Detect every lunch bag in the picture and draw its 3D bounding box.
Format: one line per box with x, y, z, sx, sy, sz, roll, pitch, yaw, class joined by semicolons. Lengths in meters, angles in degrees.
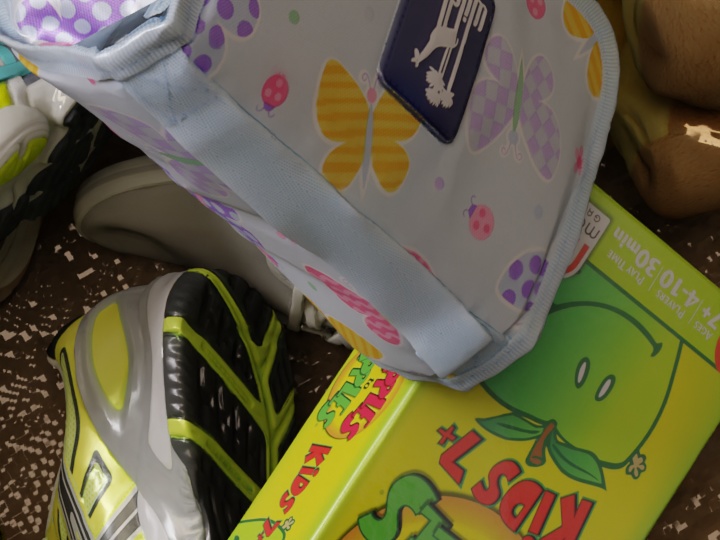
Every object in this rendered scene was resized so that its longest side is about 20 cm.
-0.017;-0.078;0.671;0.127;0.170;0.200;-34;39;19;lunch bag

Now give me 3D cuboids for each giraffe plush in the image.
0.128;-0.136;0.798;0.162;0.173;0.200;-22;48;-14;giraffe plush

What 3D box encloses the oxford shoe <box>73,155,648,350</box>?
0.000;0.000;0.795;0.200;0.075;0.058;9;73;2;oxford shoe

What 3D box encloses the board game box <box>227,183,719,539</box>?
0.031;0.072;0.729;0.102;0.048;0.200;37;82;-27;board game box

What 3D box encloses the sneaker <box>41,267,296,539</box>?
-0.061;0.103;0.778;0.076;0.075;0.200;-10;76;38;sneaker

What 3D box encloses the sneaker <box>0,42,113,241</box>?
-0.126;-0.056;0.748;0.080;0.078;0.200;40;44;8;sneaker

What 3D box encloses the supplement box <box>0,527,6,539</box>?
-0.176;0.090;0.759;0.109;0.109;0.200;-27;74;-4;supplement box

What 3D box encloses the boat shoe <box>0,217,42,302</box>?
-0.138;-0.086;0.833;0.072;0.065;0.200;4;72;8;boat shoe
